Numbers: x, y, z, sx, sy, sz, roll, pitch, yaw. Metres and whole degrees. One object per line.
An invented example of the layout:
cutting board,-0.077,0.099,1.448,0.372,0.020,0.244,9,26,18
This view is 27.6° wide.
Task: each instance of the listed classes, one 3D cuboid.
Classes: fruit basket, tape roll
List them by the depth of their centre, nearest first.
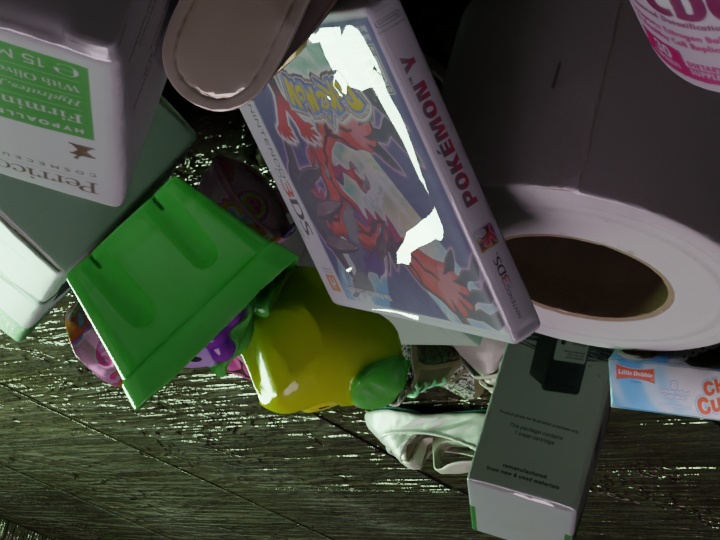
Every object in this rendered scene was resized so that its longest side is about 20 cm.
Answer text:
tape roll,0.135,-0.057,0.824,0.201,0.140,0.203,14,159,6
fruit basket,-0.077,0.041,0.956,0.216,0.155,0.216,47,175,5

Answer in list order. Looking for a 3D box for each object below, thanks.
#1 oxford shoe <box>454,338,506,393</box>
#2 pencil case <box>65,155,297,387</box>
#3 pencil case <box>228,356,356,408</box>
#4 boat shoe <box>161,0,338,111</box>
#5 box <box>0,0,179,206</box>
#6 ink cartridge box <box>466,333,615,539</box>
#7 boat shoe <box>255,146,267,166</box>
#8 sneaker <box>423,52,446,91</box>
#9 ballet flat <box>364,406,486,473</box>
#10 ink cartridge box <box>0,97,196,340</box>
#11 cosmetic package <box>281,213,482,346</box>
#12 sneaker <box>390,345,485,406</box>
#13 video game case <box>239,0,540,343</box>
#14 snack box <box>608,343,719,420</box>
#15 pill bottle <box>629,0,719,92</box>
oxford shoe,0.129,0.084,1.283,0.075,0.058,0.200,-4,149,47
pencil case,-0.137,0.001,1.116,0.200,0.088,0.087,-43,128,19
pencil case,-0.084,0.066,1.360,0.198,0.091,0.094,12,145,5
boat shoe,-0.020,-0.163,0.668,0.072,0.201,0.060,33,-165,-2
box,-0.175,-0.172,0.687,0.197,0.202,0.171,16,161,-2
ink cartridge box,0.147,0.095,1.102,0.082,0.202,0.147,14,158,13
boat shoe,-0.050,-0.110,0.924,0.062,0.074,0.201,8,165,8
sneaker,0.016,-0.060,0.946,0.074,0.107,0.200,13,158,9
ballet flat,0.075,0.179,1.539,0.199,0.070,0.069,-3,151,41
ink cartridge box,-0.212,-0.046,1.050,0.083,0.147,0.200,43,155,-5
cosmetic package,0.000,0.000,1.133,0.199,0.091,0.107,0,151,43
sneaker,0.041,0.084,1.301,0.076,0.089,0.200,-4,151,41
video game case,-0.001,-0.054,0.779,0.200,0.023,0.183,9,128,61
snack box,0.243,0.037,0.932,0.115,0.200,0.037,5,113,27
pill bottle,0.141,-0.169,0.583,0.112,0.114,0.200,3,154,31
